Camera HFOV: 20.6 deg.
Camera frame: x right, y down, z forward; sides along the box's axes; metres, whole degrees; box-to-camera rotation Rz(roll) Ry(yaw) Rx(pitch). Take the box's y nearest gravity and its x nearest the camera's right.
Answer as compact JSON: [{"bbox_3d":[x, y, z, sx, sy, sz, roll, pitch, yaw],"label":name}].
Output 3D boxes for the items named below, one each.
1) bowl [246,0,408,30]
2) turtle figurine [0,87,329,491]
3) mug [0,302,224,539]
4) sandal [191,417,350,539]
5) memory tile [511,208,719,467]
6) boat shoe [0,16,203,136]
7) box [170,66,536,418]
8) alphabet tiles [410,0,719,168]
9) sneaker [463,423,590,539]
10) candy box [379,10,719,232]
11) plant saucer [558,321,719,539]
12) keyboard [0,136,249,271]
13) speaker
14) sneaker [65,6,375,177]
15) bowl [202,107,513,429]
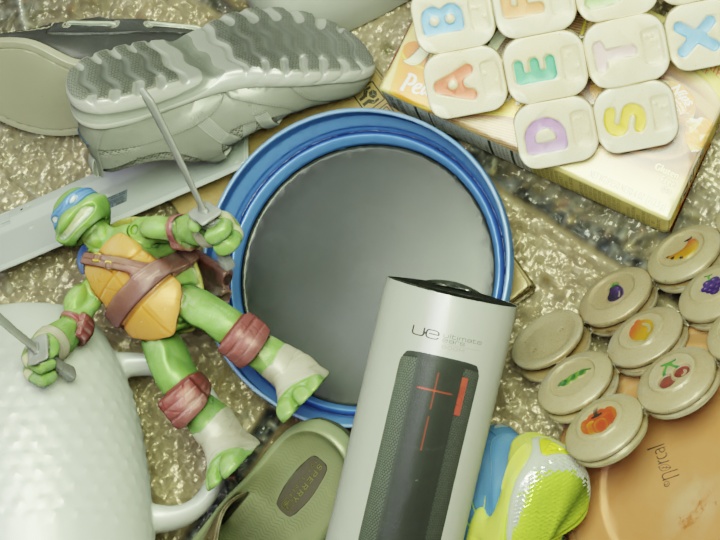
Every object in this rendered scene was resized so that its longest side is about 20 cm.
[{"bbox_3d":[-0.017,-0.270,1.305,0.200,0.075,0.200,-29,75,6],"label":"bowl"},{"bbox_3d":[-0.123,0.031,1.162,0.194,0.200,0.144,46,72,0],"label":"turtle figurine"},{"bbox_3d":[-0.181,0.115,1.245,0.199,0.148,0.176,-4,71,-8],"label":"mug"},{"bbox_3d":[-0.069,0.175,1.218,0.080,0.057,0.201,33,111,9],"label":"sandal"},{"bbox_3d":[0.190,0.027,1.173,0.200,0.017,0.153,-34,29,5],"label":"memory tile"},{"bbox_3d":[-0.179,-0.137,1.340,0.199,0.073,0.063,3,37,20],"label":"boat shoe"},{"bbox_3d":[-0.009,-0.019,1.281,0.163,0.021,0.200,-37,74,6],"label":"box"},{"bbox_3d":[0.126,-0.165,1.175,0.195,0.015,0.201,-10,102,7],"label":"alphabet tiles"},{"bbox_3d":[0.080,0.185,1.204,0.105,0.076,0.201,40,116,58],"label":"sneaker"},{"bbox_3d":[0.126,-0.119,1.238,0.200,0.055,0.116,26,86,11],"label":"candy box"},{"bbox_3d":[0.197,0.128,1.158,0.200,0.032,0.201,-10,73,35],"label":"plant saucer"},{"bbox_3d":[-0.163,-0.049,1.311,0.200,0.011,0.056,-22,43,14],"label":"keyboard"},{"bbox_3d":[0.032,0.105,1.158,0.081,0.081,0.201,15,94,16],"label":"speaker"},{"bbox_3d":[-0.088,-0.111,1.260,0.199,0.082,0.075,-11,45,-15],"label":"sneaker"},{"bbox_3d":[0.000,0.000,1.242,0.200,0.039,0.201,-3,79,16],"label":"bowl"}]
